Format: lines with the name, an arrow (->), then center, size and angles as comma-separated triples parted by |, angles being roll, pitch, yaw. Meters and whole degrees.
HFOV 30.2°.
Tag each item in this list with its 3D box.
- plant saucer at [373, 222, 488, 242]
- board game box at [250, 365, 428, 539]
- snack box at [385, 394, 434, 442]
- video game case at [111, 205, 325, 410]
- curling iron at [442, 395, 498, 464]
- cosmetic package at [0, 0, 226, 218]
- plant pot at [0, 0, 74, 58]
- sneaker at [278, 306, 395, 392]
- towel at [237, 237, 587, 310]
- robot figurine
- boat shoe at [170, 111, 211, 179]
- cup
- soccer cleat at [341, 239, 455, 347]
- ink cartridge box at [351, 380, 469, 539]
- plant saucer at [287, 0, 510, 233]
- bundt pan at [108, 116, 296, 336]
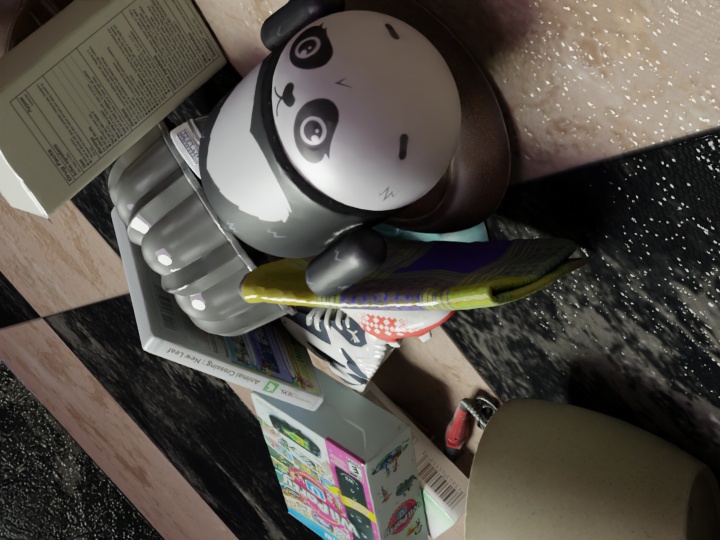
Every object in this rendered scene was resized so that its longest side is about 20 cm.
plant saucer -> 0.013, -0.057, 1.020 | 0.200, 0.027, 0.200 | 39, 158, 19
board game box -> -0.016, 0.194, 1.281 | 0.147, 0.064, 0.200 | 29, 148, 33
snack box -> 0.036, 0.196, 1.418 | 0.072, 0.024, 0.200 | 40, 157, 16
video game case -> -0.131, 0.030, 1.203 | 0.182, 0.022, 0.200 | 24, -154, -33
curling iron -> 0.097, 0.158, 1.242 | 0.050, 0.026, 0.200 | 45, 159, 10
cosmetic package -> -0.213, -0.145, 1.040 | 0.071, 0.200, 0.105 | 14, 141, 51
plant pot -> -0.284, -0.172, 1.161 | 0.198, 0.200, 0.200 | 2, 133, 48
sneaker -> -0.023, 0.031, 1.164 | 0.130, 0.080, 0.199 | 35, 167, 4
towel -> 0.031, -0.001, 0.884 | 0.200, 0.144, 0.023 | 2, 104, 35
robot figurine -> -0.026, -0.079, 0.816 | 0.150, 0.125, 0.200 | 46, 149, -11
boat shoe -> -0.101, -0.101, 1.095 | 0.072, 0.068, 0.200 | 57, -179, 7
cup -> 0.182, 0.192, 0.970 | 0.143, 0.200, 0.200 | -4, 131, 31
soccer cleat -> 0.000, 0.000, 1.022 | 0.200, 0.069, 0.085 | 20, 151, 56
ink cartridge box -> 0.023, 0.208, 1.358 | 0.161, 0.050, 0.200 | 45, 151, 7
plant saucer -> 0.010, -0.101, 0.898 | 0.200, 0.032, 0.200 | 31, 146, 25
bundt pan -> -0.138, -0.027, 1.106 | 0.202, 0.076, 0.202 | 56, -178, -3
